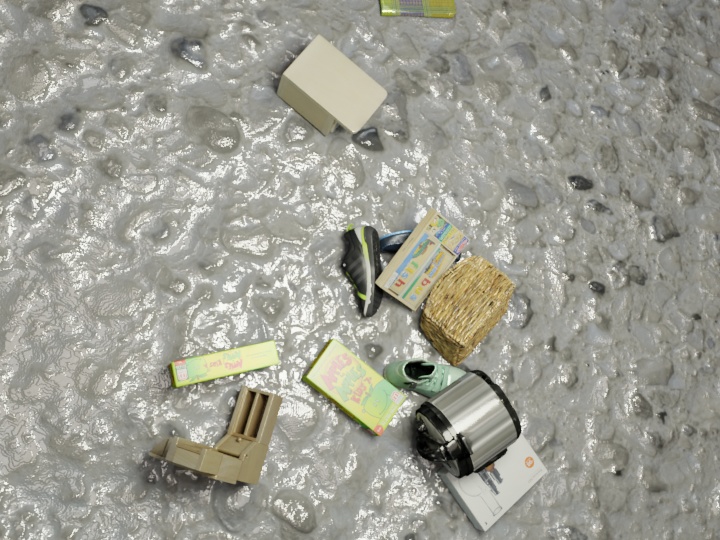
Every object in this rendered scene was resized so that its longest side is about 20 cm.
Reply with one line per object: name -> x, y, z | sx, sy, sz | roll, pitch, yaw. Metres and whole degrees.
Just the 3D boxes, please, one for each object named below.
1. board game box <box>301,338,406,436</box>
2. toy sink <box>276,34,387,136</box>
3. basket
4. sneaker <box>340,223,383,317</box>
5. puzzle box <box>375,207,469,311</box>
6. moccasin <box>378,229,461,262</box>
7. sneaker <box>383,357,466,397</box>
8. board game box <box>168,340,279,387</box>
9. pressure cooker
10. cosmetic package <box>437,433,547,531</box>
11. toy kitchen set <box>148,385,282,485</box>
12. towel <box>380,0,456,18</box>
board game box -> -0.013, 0.245, 1.601 | 0.200, 0.048, 0.102 | 39, 72, -7
toy sink -> -0.062, -0.382, 1.665 | 0.199, 0.112, 0.131 | 38, 71, -3
basket -> 0.224, 0.083, 1.685 | 0.142, 0.149, 0.200 | 38, 71, 18
sneaker -> 0.000, 0.000, 1.651 | 0.082, 0.072, 0.202 | -3, 87, 19
puzzle box -> 0.134, -0.020, 1.636 | 0.133, 0.025, 0.201 | 33, 95, -42
moccasin -> 0.138, -0.049, 1.683 | 0.198, 0.080, 0.069 | -2, 74, -17
sneaker -> 0.160, 0.229, 1.621 | 0.198, 0.118, 0.075 | 9, 76, -17
board game box -> -0.268, 0.183, 1.495 | 0.198, 0.102, 0.048 | -11, 84, -19
pressure cooker -> 0.205, 0.322, 1.570 | 0.199, 0.177, 0.179 | -31, 52, -15
cosmetic package -> 0.288, 0.437, 1.661 | 0.199, 0.052, 0.151 | -37, 95, -20
toy kitchen set -> -0.286, 0.292, 1.455 | 0.162, 0.200, 0.182 | 9, 73, 27
towel -> 0.133, -0.669, 1.825 | 0.198, 0.023, 0.145 | -6, 83, -18
